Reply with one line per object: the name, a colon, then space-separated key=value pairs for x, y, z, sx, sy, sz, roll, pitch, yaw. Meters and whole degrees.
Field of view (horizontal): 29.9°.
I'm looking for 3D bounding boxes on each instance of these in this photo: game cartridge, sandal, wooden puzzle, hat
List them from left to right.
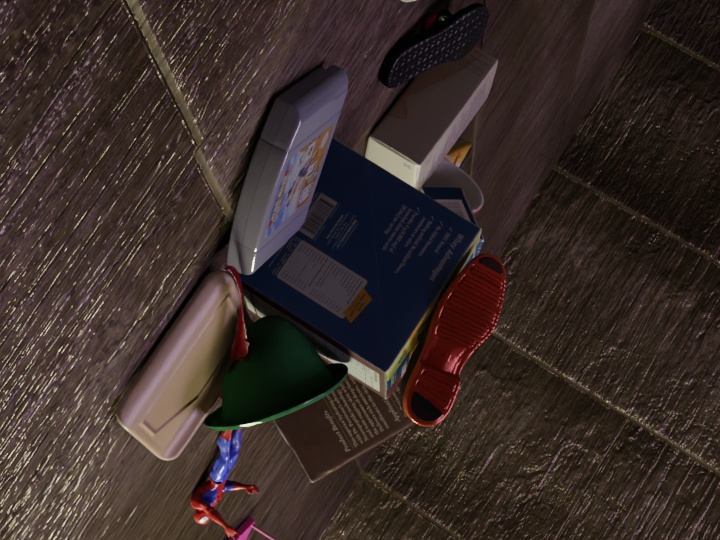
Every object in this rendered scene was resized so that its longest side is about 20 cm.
wooden puzzle: x=-0.184 y=0.103 z=1.433 sx=0.186 sy=0.037 sz=0.200 roll=-57 pitch=164 yaw=-13
hat: x=-0.114 y=0.060 z=1.459 sx=0.165 sy=0.177 sz=0.199 roll=-29 pitch=-168 yaw=-41
game cartridge: x=-0.075 y=-0.095 z=1.339 sx=0.133 sy=0.041 sz=0.201 roll=-54 pitch=167 yaw=-55
sandal: x=0.084 y=-0.277 z=1.608 sx=0.199 sy=0.045 sz=0.075 roll=-31 pitch=148 yaw=-38

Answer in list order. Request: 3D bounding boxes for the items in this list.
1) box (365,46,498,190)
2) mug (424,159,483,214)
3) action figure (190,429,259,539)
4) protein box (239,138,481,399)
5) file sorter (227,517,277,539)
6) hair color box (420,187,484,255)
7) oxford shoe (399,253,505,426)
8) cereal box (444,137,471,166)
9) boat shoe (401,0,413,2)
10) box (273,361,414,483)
box: x=0.090 y=-0.197 z=1.731 sx=0.200 sy=0.077 sz=0.095 roll=-53 pitch=169 yaw=-27
mug: x=0.062 y=-0.046 z=1.924 sx=0.177 sy=0.133 sz=0.201 roll=-31 pitch=156 yaw=-54
action figure: x=-0.169 y=0.286 z=1.848 sx=0.201 sy=0.099 sz=0.065 roll=-62 pitch=168 yaw=28
protein box: x=0.000 y=0.000 z=1.530 sx=0.199 sy=0.199 sz=0.135 roll=-56 pitch=169 yaw=-14
file sorter: x=-0.209 y=0.566 z=2.348 sx=0.201 sy=0.125 sz=0.139 roll=-64 pitch=168 yaw=26
hair color box: x=0.094 y=-0.002 z=1.759 sx=0.201 sy=0.060 sz=0.100 roll=109 pitch=-27 yaw=-43
oxford shoe: x=0.093 y=0.070 z=1.485 sx=0.201 sy=0.071 sz=0.072 roll=-61 pitch=-163 yaw=-3
cereal box: x=0.096 y=-0.112 z=2.099 sx=0.201 sy=0.039 sz=0.144 roll=-63 pitch=169 yaw=21
boat shoe: x=0.089 y=-0.345 z=1.280 sx=0.200 sy=0.073 sz=0.062 roll=-51 pitch=126 yaw=-4
box: x=-0.007 y=0.160 z=1.855 sx=0.199 sy=0.167 sz=0.164 roll=-31 pitch=176 yaw=15
